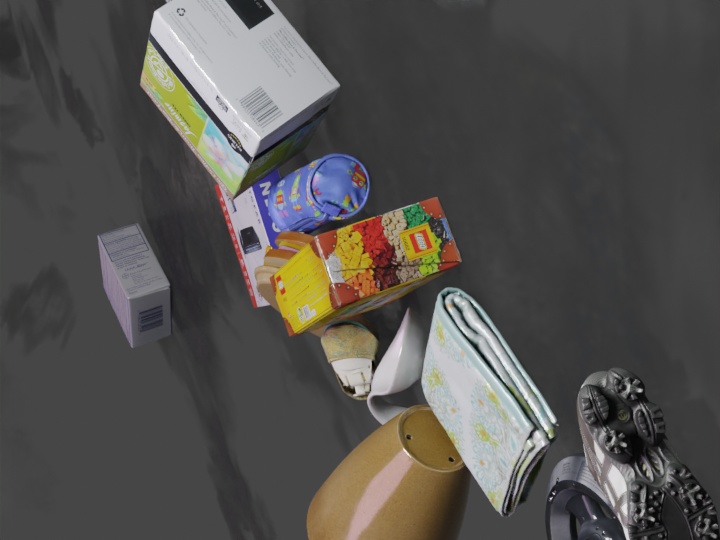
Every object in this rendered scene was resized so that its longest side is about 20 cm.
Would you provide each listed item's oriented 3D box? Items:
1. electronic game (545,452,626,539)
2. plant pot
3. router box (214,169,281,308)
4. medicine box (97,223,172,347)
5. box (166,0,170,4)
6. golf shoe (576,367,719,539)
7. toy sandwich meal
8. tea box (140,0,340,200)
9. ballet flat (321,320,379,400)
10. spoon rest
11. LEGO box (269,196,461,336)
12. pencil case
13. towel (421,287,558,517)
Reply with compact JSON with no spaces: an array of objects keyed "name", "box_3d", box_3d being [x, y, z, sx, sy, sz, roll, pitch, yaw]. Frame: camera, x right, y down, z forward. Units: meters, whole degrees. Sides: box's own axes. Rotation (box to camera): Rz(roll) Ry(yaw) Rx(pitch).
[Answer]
[{"name":"electronic game","box_3d":[0.233,0.267,1.071,0.200,0.041,0.202,51,150,45]},{"name":"plant pot","box_3d":[0.052,0.257,1.354,0.187,0.185,0.201,57,141,32]},{"name":"router box","box_3d":[-0.144,-0.051,1.722,0.179,0.048,0.202,-14,94,69]},{"name":"medicine box","box_3d":[-0.505,0.033,2.597,0.201,0.102,0.183,58,155,32]},{"name":"box","box_3d":[-0.259,-0.486,1.634,0.117,0.060,0.200,63,157,21]},{"name":"golf shoe","box_3d":[0.238,0.178,0.970,0.095,0.077,0.202,107,144,-83]},{"name":"toy sandwich meal","box_3d":[-0.052,0.026,1.491,0.204,0.071,0.205,27,163,9]},{"name":"tea box","box_3d":[-0.154,-0.229,1.427,0.201,0.133,0.197,51,157,5]},{"name":"ballet flat","box_3d":[-0.006,0.119,1.438,0.071,0.070,0.200,63,177,20]},{"name":"spoon rest","box_3d":[0.042,0.125,1.375,0.201,0.060,0.100,95,-174,-49]},{"name":"LEGO box","box_3d":[0.000,0.000,1.277,0.078,0.148,0.200,69,158,6]},{"name":"pencil case","box_3d":[-0.057,-0.089,1.433,0.200,0.077,0.088,166,121,-69]},{"name":"towel","box_3d":[0.127,0.141,1.221,0.201,0.048,0.172,58,154,31]}]
